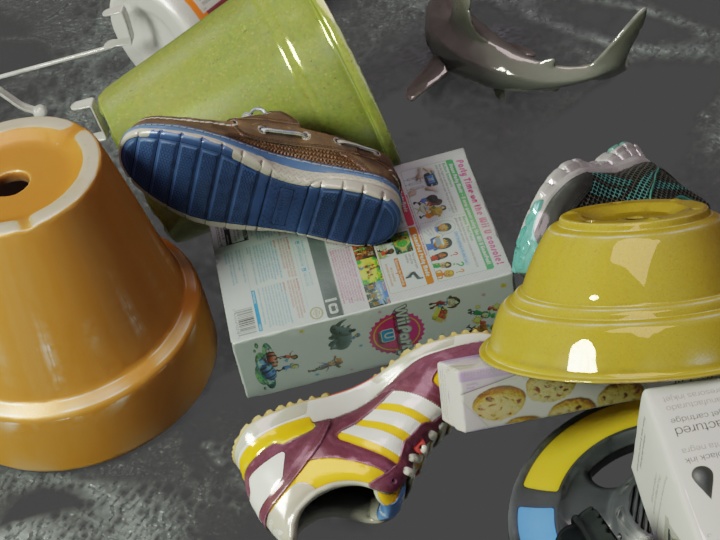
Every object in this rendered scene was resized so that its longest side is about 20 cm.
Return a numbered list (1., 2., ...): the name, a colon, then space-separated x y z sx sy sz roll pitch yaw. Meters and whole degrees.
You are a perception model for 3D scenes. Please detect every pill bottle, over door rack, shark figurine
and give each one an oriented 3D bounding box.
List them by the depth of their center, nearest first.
1. shark figurine: 0.116 -0.191 1.283 0.214 0.090 0.128 22 52 34
2. over door rack: -0.275 -0.121 1.308 0.199 0.067 0.148 -22 38 21
3. pill bottle: -0.117 -0.256 1.398 0.114 0.115 0.200 23 52 33

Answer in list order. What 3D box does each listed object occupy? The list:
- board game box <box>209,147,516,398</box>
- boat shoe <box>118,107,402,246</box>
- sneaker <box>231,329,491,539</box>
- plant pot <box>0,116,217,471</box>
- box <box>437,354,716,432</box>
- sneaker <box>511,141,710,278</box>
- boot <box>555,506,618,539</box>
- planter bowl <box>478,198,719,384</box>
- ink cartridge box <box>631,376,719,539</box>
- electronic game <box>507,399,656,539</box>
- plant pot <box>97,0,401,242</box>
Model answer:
1. board game box: 0.000 0.000 1.126 0.199 0.064 0.148 -15 42 -1
2. boat shoe: -0.069 -0.072 1.094 0.199 0.072 0.073 16 42 -11
3. sneaker: 0.023 0.112 0.999 0.199 0.075 0.090 -24 56 -10
4. plant pot: -0.215 0.003 1.080 0.199 0.184 0.201 -7 41 6
5. box: 0.146 0.063 0.984 0.199 0.042 0.039 -8 9 -18
6. sneaker: 0.179 -0.033 1.084 0.091 0.078 0.200 31 35 24
7. boot: 0.090 0.232 0.813 0.167 0.077 0.201 -28 40 4
8. planter bowl: 0.169 0.004 0.952 0.199 0.084 0.200 -5 11 1
9. ink cartridge box: 0.244 0.153 0.839 0.146 0.083 0.201 -10 48 -4
10. electronic game: 0.187 0.148 0.933 0.199 0.042 0.201 -6 41 6
11. plant pot: -0.093 -0.120 1.204 0.184 0.201 0.201 -28 42 -1
